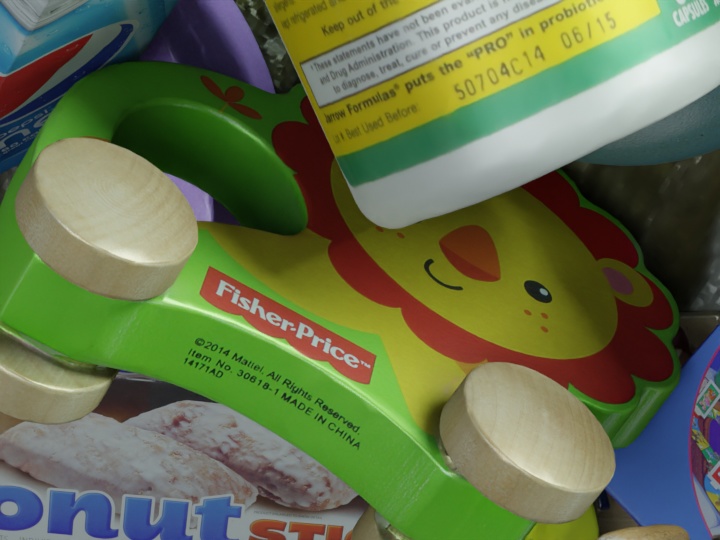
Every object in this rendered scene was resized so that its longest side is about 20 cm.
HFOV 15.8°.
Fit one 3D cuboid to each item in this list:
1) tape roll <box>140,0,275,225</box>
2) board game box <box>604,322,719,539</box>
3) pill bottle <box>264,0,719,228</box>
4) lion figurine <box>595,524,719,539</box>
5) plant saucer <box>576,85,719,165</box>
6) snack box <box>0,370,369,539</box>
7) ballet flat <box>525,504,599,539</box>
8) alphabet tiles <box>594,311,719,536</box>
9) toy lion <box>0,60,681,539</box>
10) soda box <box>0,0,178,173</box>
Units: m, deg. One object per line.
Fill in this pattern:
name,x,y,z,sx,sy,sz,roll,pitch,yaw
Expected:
tape roll,-0.128,-0.032,0.871,0.200,0.066,0.200,5,103,20
board game box,0.182,0.079,0.750,0.200,0.045,0.134,47,109,23
pill bottle,0.012,-0.122,0.684,0.113,0.113,0.200,-23,95,24
lion figurine,0.095,0.140,0.734,0.072,0.122,0.200,46,124,30
plant saucer,0.057,-0.123,0.741,0.200,0.027,0.200,13,115,30
snack box,-0.055,0.059,0.825,0.200,0.024,0.072,5,123,-5
ballet flat,0.035,0.139,0.794,0.067,0.067,0.200,9,105,3
alphabet tiles,0.079,0.113,0.852,0.167,0.008,0.200,-2,100,22
toy lion,0.000,0.000,0.740,0.200,0.192,0.069,28,122,-9
soda box,-0.093,-0.086,0.713,0.068,0.064,0.200,58,157,4
